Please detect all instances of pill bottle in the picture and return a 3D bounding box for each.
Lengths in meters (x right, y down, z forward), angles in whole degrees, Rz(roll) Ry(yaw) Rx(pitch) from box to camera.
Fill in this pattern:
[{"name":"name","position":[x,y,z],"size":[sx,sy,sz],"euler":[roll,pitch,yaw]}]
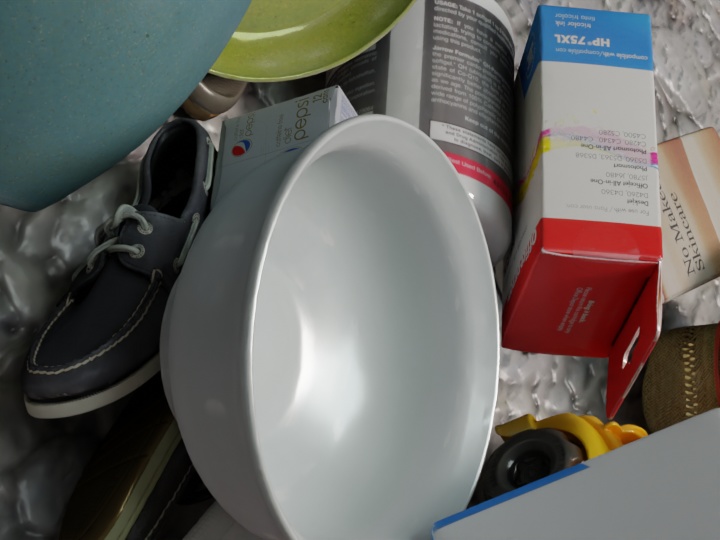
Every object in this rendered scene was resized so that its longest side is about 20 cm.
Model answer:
[{"name":"pill bottle","position":[0.034,-0.100,0.989],"size":[0.111,0.111,0.201],"euler":[29,51,-36]}]

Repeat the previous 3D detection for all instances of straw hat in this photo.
[{"name":"straw hat","position":[0.233,0.082,1.136],"size":[0.201,0.085,0.202],"euler":[-2,90,-69]}]

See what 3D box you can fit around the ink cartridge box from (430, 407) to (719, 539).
[{"name":"ink cartridge box","position":[0.132,0.182,0.775],"size":[0.084,0.146,0.200],"euler":[-115,-175,-54]}]

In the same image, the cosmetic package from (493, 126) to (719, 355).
[{"name":"cosmetic package","position":[0.176,-0.024,1.129],"size":[0.200,0.087,0.104],"euler":[-21,89,-51]}]

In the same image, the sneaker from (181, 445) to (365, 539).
[{"name":"sneaker","position":[-0.027,0.135,0.796],"size":[0.088,0.075,0.200],"euler":[38,49,11]}]

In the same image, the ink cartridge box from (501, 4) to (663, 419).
[{"name":"ink cartridge box","position":[0.120,-0.031,0.947],"size":[0.067,0.116,0.201],"euler":[5,61,-4]}]

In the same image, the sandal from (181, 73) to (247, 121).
[{"name":"sandal","position":[-0.065,-0.171,0.957],"size":[0.082,0.055,0.200],"euler":[41,45,-27]}]

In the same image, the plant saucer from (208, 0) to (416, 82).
[{"name":"plant saucer","position":[-0.043,-0.197,0.880],"size":[0.200,0.200,0.031],"euler":[30,9,-36]}]

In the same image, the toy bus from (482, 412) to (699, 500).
[{"name":"toy bus","position":[0.182,0.144,0.932],"size":[0.136,0.192,0.200],"euler":[50,14,-38]}]

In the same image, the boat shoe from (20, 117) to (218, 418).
[{"name":"boat shoe","position":[-0.110,-0.006,0.798],"size":[0.200,0.072,0.063],"euler":[-60,140,-54]}]

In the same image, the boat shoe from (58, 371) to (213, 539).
[{"name":"boat shoe","position":[-0.075,0.075,0.806],"size":[0.065,0.073,0.200],"euler":[44,43,-17]}]

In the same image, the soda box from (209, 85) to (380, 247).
[{"name":"soda box","position":[0.000,0.000,0.883],"size":[0.200,0.068,0.064],"euler":[56,28,-43]}]

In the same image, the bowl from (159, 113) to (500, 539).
[{"name":"bowl","position":[-0.024,0.035,0.750],"size":[0.201,0.090,0.202],"euler":[3,86,-56]}]

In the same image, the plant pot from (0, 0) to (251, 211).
[{"name":"plant pot","position":[-0.159,-0.104,0.736],"size":[0.200,0.200,0.135],"euler":[20,92,-41]}]
